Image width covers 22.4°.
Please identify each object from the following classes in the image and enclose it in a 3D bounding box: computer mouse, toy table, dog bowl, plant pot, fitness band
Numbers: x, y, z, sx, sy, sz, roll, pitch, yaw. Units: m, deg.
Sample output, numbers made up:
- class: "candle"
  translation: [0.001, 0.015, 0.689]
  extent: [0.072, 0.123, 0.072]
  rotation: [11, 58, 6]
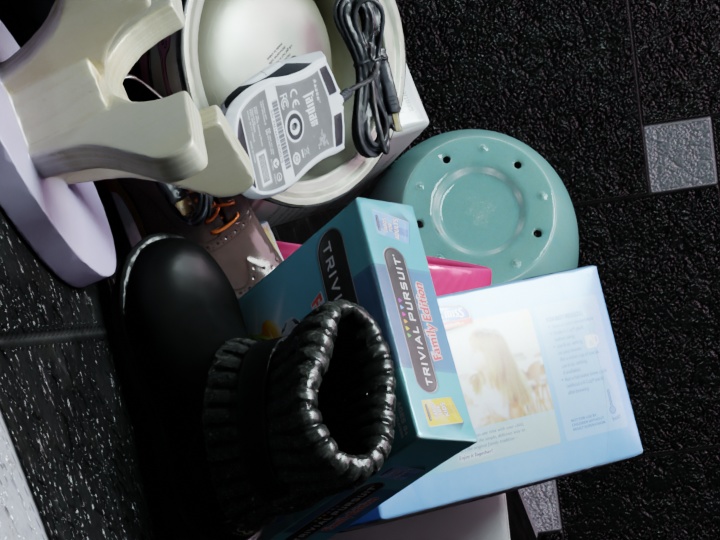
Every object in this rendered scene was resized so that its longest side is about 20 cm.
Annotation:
- class: "computer mouse"
  translation: [-0.041, -0.105, 1.166]
  extent: [0.200, 0.044, 0.111]
  rotation: [-33, 118, -51]
- class: "toy table"
  translation: [-0.146, -0.093, 1.002]
  extent: [0.200, 0.116, 0.185]
  rotation: [58, 12, -51]
- class: "computer mouse"
  translation: [-0.156, -0.108, 1.094]
  extent: [0.200, 0.059, 0.034]
  rotation: [51, 31, 10]
- class: "dog bowl"
  translation: [-0.064, -0.143, 1.232]
  extent: [0.199, 0.073, 0.202]
  rotation: [0, 90, -43]
- class: "plant pot"
  translation: [0.089, -0.025, 1.493]
  extent: [0.161, 0.199, 0.202]
  rotation: [96, -25, -72]
- class: "fitness band"
  translation: [0.000, 0.000, 1.341]
  extent: [0.143, 0.198, 0.038]
  rotation: [7, 90, -67]

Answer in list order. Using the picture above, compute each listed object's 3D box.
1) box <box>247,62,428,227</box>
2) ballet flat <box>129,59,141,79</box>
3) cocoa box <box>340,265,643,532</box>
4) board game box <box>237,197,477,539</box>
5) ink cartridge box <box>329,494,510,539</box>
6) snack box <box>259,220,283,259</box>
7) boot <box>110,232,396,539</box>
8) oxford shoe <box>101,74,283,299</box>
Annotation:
- class: "box"
  translation: [-0.063, -0.158, 1.471]
  extent: [0.201, 0.130, 0.200]
  rotation: [70, -23, 9]
- class: "ballet flat"
  translation: [-0.147, -0.128, 1.347]
  extent: [0.071, 0.070, 0.202]
  rotation: [-13, 83, -83]
- class: "cocoa box"
  translation: [0.061, 0.086, 1.197]
  extent: [0.131, 0.198, 0.135]
  rotation: [-27, -105, 65]
- class: "board game box"
  translation: [-0.028, 0.073, 1.079]
  extent: [0.047, 0.200, 0.152]
  rotation: [8, 56, -39]
- class: "ink cartridge box"
  translation: [0.031, 0.134, 1.354]
  extent: [0.086, 0.145, 0.202]
  rotation: [47, 37, -89]
- class: "snack box"
  translation: [-0.068, 0.076, 1.246]
  extent: [0.116, 0.037, 0.202]
  rotation: [-30, 99, -59]
- class: "boot"
  translation: [-0.059, 0.046, 1.021]
  extent: [0.079, 0.158, 0.213]
  rotation: [0, 61, -38]
- class: "oxford shoe"
  translation: [-0.105, -0.039, 1.150]
  extent: [0.200, 0.071, 0.072]
  rotation: [48, -24, -9]
